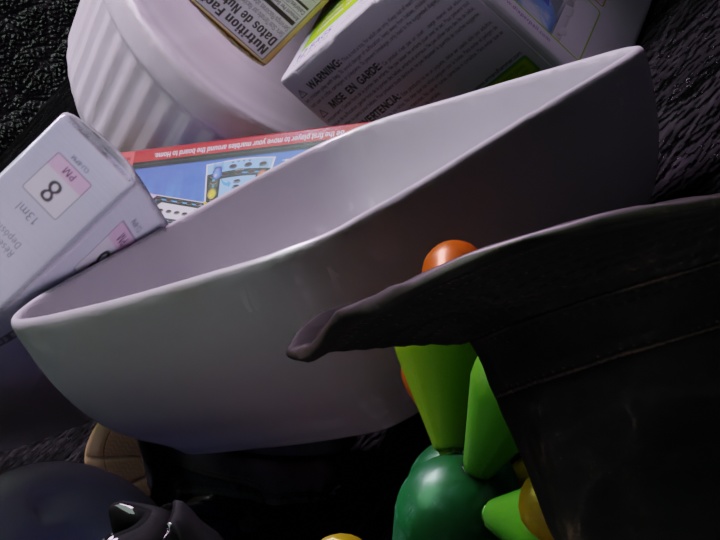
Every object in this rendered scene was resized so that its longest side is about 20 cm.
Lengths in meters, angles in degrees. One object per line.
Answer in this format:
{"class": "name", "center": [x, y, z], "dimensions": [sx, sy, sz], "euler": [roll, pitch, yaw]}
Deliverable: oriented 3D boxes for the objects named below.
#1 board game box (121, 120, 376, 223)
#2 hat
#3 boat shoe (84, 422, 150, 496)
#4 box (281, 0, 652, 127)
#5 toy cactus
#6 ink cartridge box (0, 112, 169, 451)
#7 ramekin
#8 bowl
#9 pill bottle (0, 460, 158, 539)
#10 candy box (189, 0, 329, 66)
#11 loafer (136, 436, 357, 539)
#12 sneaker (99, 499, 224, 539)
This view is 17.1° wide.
{"class": "board game box", "center": [-0.054, -0.007, 1.035], "dimensions": [0.199, 0.019, 0.104], "euler": [-4, 72, 40]}
{"class": "hat", "center": [0.086, 0.028, 0.543], "dimensions": [0.199, 0.082, 0.201], "euler": [-11, -3, -1]}
{"class": "boat shoe", "center": [-0.056, 0.022, 1.103], "dimensions": [0.200, 0.072, 0.065], "euler": [-52, 17, 15]}
{"class": "box", "center": [0.063, -0.134, 1.065], "dimensions": [0.112, 0.101, 0.201], "euler": [-36, 19, 42]}
{"class": "toy cactus", "center": [0.027, 0.087, 0.671], "dimensions": [0.200, 0.102, 0.166], "euler": [-81, 15, -61]}
{"class": "ink cartridge box", "center": [-0.155, 0.044, 0.939], "dimensions": [0.200, 0.057, 0.163], "euler": [-48, -16, -8]}
{"class": "ramekin", "center": [-0.052, -0.101, 1.171], "dimensions": [0.094, 0.201, 0.203], "euler": [-52, 9, 39]}
{"class": "bowl", "center": [0.000, 0.000, 0.843], "dimensions": [0.199, 0.075, 0.199], "euler": [-33, 13, -38]}
{"class": "pill bottle", "center": [-0.154, 0.148, 0.982], "dimensions": [0.114, 0.114, 0.200], "euler": [-57, 15, -27]}
{"class": "candy box", "center": [0.010, -0.193, 1.053], "dimensions": [0.200, 0.056, 0.117], "euler": [-42, 16, 25]}
{"class": "loafer", "center": [-0.049, 0.081, 0.959], "dimensions": [0.200, 0.071, 0.064], "euler": [-170, 82, -71]}
{"class": "sneaker", "center": [-0.101, 0.157, 0.791], "dimensions": [0.200, 0.111, 0.077], "euler": [-45, 14, 20]}
